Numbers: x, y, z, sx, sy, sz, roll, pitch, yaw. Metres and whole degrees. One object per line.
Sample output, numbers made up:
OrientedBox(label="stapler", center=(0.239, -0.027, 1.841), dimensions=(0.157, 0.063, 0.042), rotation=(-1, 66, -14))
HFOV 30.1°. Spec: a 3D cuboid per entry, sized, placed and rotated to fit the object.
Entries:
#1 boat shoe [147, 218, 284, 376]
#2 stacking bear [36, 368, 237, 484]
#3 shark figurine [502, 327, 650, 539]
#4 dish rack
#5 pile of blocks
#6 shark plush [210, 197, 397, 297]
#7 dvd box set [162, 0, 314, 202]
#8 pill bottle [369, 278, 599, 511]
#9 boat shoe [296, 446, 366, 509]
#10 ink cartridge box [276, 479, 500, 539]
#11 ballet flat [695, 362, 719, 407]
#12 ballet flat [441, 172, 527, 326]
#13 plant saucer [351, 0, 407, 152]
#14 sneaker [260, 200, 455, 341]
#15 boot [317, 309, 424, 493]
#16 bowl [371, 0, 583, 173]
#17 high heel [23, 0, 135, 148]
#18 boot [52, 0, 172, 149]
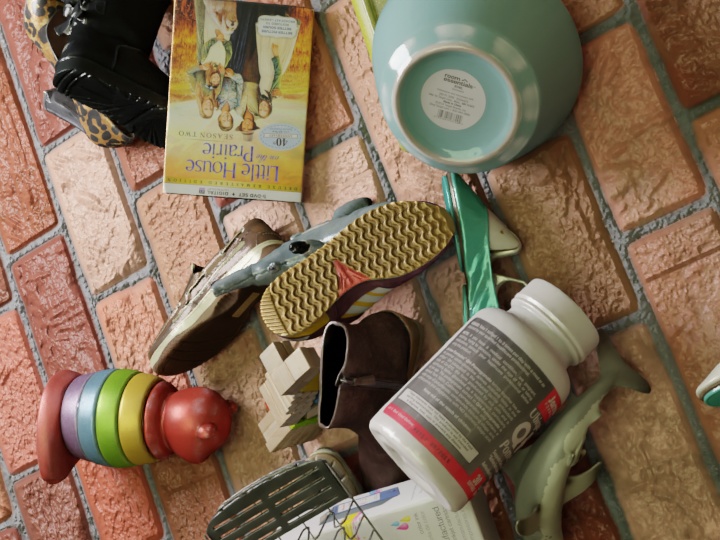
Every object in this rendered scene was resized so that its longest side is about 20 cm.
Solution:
OrientedBox(label="boat shoe", center=(-0.154, 0.026, 1.415), dimensions=(0.202, 0.075, 0.075), rotation=(-42, 58, 16))
OrientedBox(label="stacking bear", center=(-0.232, 0.162, 1.434), dimensions=(0.198, 0.121, 0.115), rotation=(-1, 105, 18))
OrientedBox(label="shark figurine", center=(0.167, 0.156, 1.207), dimensions=(0.089, 0.128, 0.216), rotation=(30, 103, 35))
OrientedBox(label="dish rack", center=(-0.040, 0.272, 1.186), dimensions=(0.153, 0.055, 0.201), rotation=(-32, 100, 12))
OrientedBox(label="pile of blocks", center=(-0.060, 0.107, 1.309), dimensions=(0.062, 0.082, 0.200), rotation=(59, 160, 22))
OrientedBox(label="shark plush", center=(-0.052, -0.027, 1.314), dimensions=(0.198, 0.083, 0.092), rotation=(-8, 81, 3))
OrientedBox(label="dvd box set", center=(-0.126, -0.174, 1.372), dimensions=(0.145, 0.029, 0.202), rotation=(4, 92, -6))
OrientedBox(label="pill bottle", center=(0.112, 0.104, 1.174), dimensions=(0.200, 0.111, 0.111), rotation=(-44, 68, -10))
OrientedBox(label="boat shoe", center=(-0.004, 0.273, 1.338), dimensions=(0.073, 0.063, 0.202), rotation=(-26, 89, 9))
OrientedBox(label="ink cartridge box", center=(0.032, 0.283, 1.255), dimensions=(0.199, 0.088, 0.146), rotation=(-18, 95, 12))
OrientedBox(label="ballet flat", center=(0.376, 0.058, 1.129), dimensions=(0.199, 0.069, 0.070), rotation=(-21, 80, 23))
OrientedBox(label="ballet flat", center=(0.122, 0.002, 1.269), dimensions=(0.070, 0.067, 0.202), rotation=(-7, 87, 4))
OrientedBox(label="plant saucer", center=(0.083, -0.244, 1.290), dimensions=(0.199, 0.048, 0.201), rotation=(-23, 79, 26))
OrientedBox(label="sneaker", center=(0.000, 0.000, 1.267), dimensions=(0.199, 0.090, 0.075), rotation=(-28, 77, 4))
OrientedBox(label="boot", center=(0.001, 0.138, 1.268), dimensions=(0.072, 0.166, 0.202), rotation=(9, 96, 28))
OrientedBox(label="bowl", center=(0.095, -0.167, 1.202), dimensions=(0.199, 0.105, 0.202), rotation=(7, 123, 11))
OrientedBox(label="high heel", center=(-0.295, -0.235, 1.458), dimensions=(0.142, 0.071, 0.201), rotation=(28, 133, 31))
OrientedBox(label="boot", center=(-0.233, -0.234, 1.428), dimensions=(0.073, 0.198, 0.163), rotation=(-27, 46, 45))
